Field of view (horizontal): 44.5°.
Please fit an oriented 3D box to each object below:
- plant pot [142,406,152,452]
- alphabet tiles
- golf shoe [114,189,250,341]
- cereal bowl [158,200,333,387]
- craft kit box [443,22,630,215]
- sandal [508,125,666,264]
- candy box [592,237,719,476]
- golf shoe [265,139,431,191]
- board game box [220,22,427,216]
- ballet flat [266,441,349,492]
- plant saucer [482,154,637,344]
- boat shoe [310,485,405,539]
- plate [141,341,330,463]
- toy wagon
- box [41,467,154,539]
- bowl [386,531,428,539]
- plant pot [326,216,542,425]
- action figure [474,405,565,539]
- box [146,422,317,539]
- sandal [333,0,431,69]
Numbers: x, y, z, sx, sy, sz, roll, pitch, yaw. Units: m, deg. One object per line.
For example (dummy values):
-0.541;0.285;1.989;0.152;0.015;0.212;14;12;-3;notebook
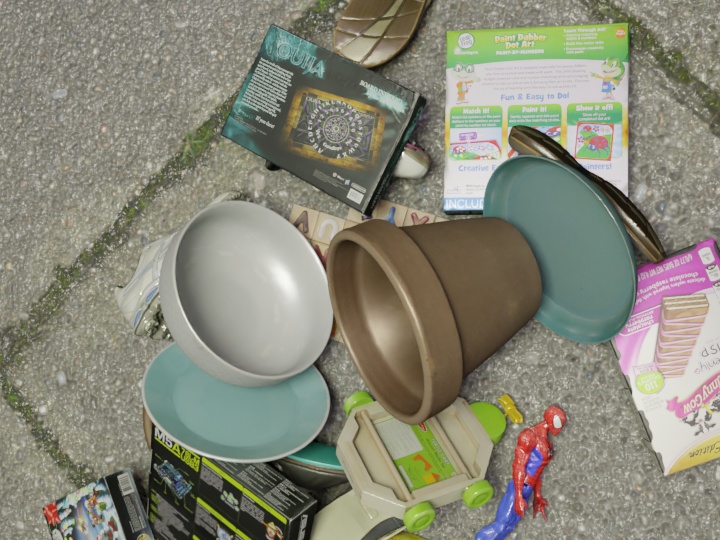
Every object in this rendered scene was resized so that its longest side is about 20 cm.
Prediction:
-0.163;0.165;1.006;0.196;0.027;0.204;-1;85;13;plant pot
0.000;0.000;0.995;0.197;0.008;0.170;17;89;12;alphabet tiles
-0.212;-0.022;1.012;0.097;0.078;0.201;36;86;29;golf shoe
-0.129;0.032;0.935;0.083;0.198;0.203;-30;78;43;cereal bowl
0.188;-0.161;0.951;0.196;0.048;0.201;1;88;12;craft kit box
0.219;-0.070;0.879;0.199;0.081;0.055;40;114;14;sandal
0.328;0.087;0.890;0.135;0.061;0.203;-22;81;10;candy box
-0.016;-0.127;0.980;0.197;0.072;0.094;19;94;22;golf shoe
-0.043;-0.163;0.938;0.198;0.028;0.137;30;97;21;board game box
-0.095;0.206;0.949;0.197;0.068;0.070;17;101;14;ballet flat
0.198;-0.024;0.867;0.027;0.200;0.202;-28;78;-25;plant saucer
0.023;0.248;0.931;0.198;0.063;0.072;-30;65;-16;boat shoe
-0.130;0.134;0.922;0.198;0.200;0.026;22;123;12;plate
0.078;0.180;0.912;0.197;0.040;0.156;-13;47;-22;toy wagon
-0.277;0.338;0.982;0.136;0.040;0.203;-29;79;36;box
0.024;0.381;0.907;0.196;0.108;0.204;-1;86;12;bowl
0.084;0.029;0.885;0.172;0.200;0.203;-21;80;-22;plant pot
0.165;0.235;0.913;0.051;0.065;0.203;22;91;35;action figure
-0.143;0.267;0.916;0.198;0.047;0.196;27;120;29;box
0.041;-0.305;0.993;0.079;0.054;0.202;27;77;7;sandal
